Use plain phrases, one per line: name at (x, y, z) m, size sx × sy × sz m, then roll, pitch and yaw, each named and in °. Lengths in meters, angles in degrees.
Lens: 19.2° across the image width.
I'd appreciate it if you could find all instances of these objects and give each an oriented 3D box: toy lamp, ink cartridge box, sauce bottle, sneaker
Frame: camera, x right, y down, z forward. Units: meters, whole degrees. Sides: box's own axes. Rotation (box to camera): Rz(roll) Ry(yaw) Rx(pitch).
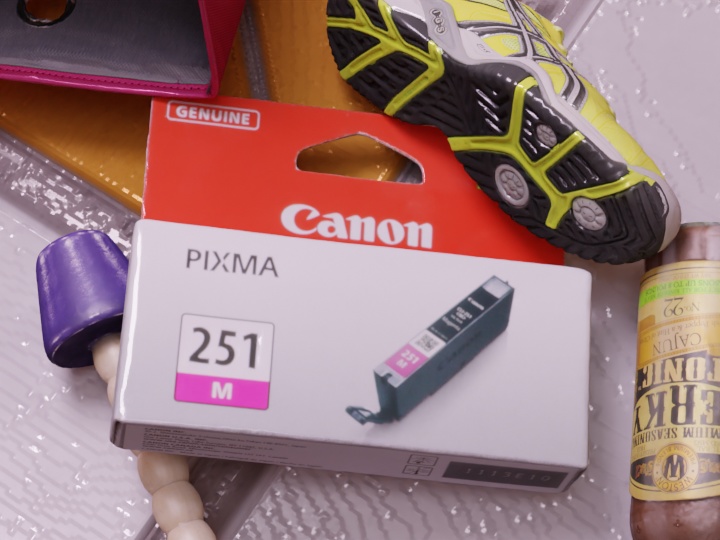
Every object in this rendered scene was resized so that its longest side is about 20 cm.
toy lamp at (-0.092, 0.075, 0.925) m, size 0.058 × 0.058 × 0.200 m, roll -23°, pitch 69°, yaw -3°
ink cartridge box at (0.000, 0.000, 0.921) m, size 0.200 × 0.044 × 0.174 m, roll 6°, pitch 67°, yaw -7°
sauce bottle at (0.146, 0.080, 0.895) m, size 0.065 × 0.065 × 0.200 m, roll 2°, pitch 70°, yaw 6°
sneaker at (0.073, -0.081, 0.940) m, size 0.076 × 0.075 × 0.200 m, roll -28°, pitch 57°, yaw -31°

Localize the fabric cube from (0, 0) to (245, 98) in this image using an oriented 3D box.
fabric cube at (-0.142, -0.221, 0.941) m, size 0.196 × 0.200 × 0.200 m, roll 7°, pitch 55°, yaw 9°
